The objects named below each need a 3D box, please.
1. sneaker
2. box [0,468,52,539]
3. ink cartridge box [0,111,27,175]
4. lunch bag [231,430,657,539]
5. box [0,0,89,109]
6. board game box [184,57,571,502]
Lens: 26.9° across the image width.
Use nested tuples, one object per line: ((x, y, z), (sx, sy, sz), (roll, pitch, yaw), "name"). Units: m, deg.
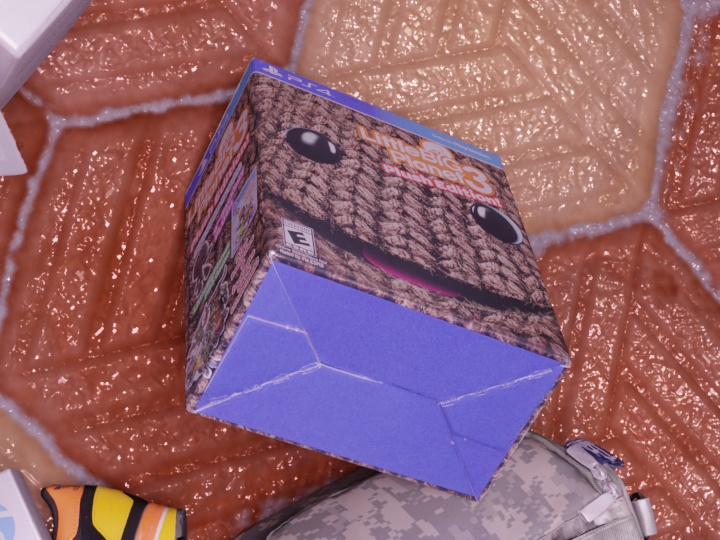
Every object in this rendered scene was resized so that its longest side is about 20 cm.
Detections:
((-0.157, 0.207, 0.770), (0.090, 0.070, 0.200), (18, 78, 0), "sneaker")
((-0.222, 0.208, 0.710), (0.200, 0.041, 0.156), (-25, 82, -9), "box")
((-0.257, -0.113, 0.669), (0.200, 0.160, 0.047), (2, 49, 13), "ink cartridge box")
((0.039, 0.169, 0.792), (0.200, 0.168, 0.140), (-24, 93, -23), "lunch bag")
((-0.203, -0.164, 0.719), (0.152, 0.200, 0.106), (40, 72, -13), "box")
((0.000, 0.000, 0.775), (0.159, 0.200, 0.097), (20, 119, -19), "board game box")
